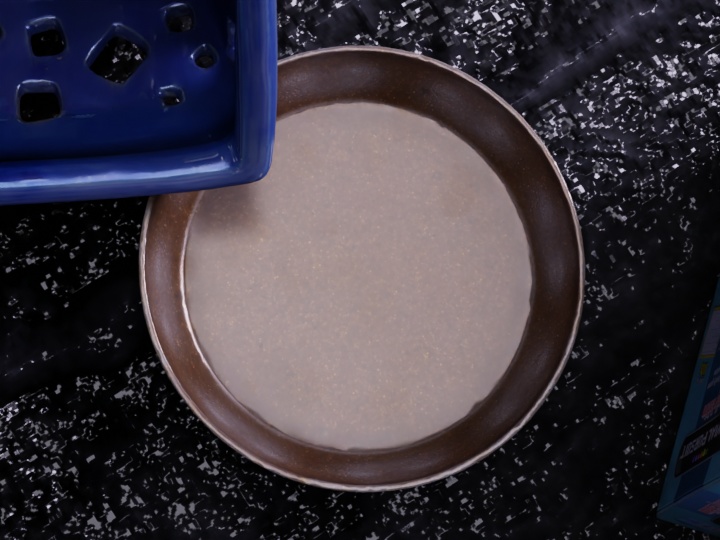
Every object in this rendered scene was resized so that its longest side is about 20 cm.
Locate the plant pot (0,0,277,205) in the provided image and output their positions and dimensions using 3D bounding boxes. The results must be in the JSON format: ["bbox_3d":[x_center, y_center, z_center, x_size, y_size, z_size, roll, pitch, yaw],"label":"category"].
[{"bbox_3d":[-0.141,-0.157,0.832,0.199,0.200,0.181,-5,54,-7],"label":"plant pot"}]

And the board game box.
[{"bbox_3d":[0.186,0.009,0.860,0.047,0.151,0.201,17,78,2],"label":"board game box"}]

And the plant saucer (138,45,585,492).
[{"bbox_3d":[0.000,0.000,0.905,0.199,0.034,0.202,1,79,-6],"label":"plant saucer"}]
